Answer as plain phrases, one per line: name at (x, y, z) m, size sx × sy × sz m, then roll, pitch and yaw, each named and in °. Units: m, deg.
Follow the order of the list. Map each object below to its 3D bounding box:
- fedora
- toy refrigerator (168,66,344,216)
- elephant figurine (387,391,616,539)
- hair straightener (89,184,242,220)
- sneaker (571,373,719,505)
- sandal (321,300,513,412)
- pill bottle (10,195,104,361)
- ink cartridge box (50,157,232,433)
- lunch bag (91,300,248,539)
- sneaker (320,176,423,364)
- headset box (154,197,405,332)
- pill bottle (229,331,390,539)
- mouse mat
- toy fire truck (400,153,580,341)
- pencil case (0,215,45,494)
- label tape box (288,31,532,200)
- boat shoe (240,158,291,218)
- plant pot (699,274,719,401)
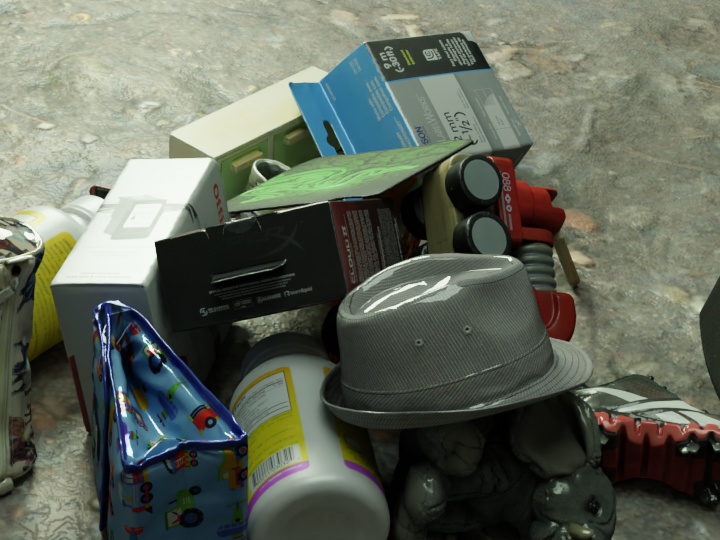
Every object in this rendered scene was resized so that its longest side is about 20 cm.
fedora at (0.062, 0.042, 1.313) m, size 0.198 × 0.091 × 0.177 m, roll -11°, pitch 16°, yaw 1°
toy refrigerator at (-0.090, -0.122, 1.765) m, size 0.070 × 0.077 × 0.199 m, roll 29°, pitch 41°, yaw 32°
elephant figurine at (0.127, 0.161, 1.346) m, size 0.198 × 0.157 × 0.141 m, roll 11°, pitch -6°, yaw -7°
hair straightener at (-0.167, -0.028, 1.661) m, size 0.198 × 0.041 × 0.077 m, roll 15°, pitch 36°, yaw 8°
sneaker at (0.242, 0.127, 1.430) m, size 0.198 × 0.071 × 0.098 m, roll 6°, pitch 36°, yaw 6°
sandal at (0.059, 0.086, 1.436) m, size 0.199 × 0.075 × 0.045 m, roll 23°, pitch 32°, yaw -16°
pill bottle at (-0.281, 0.014, 1.515) m, size 0.111 × 0.112 × 0.200 m, roll 25°, pitch 40°, yaw 29°
ink cartridge box at (-0.168, 0.017, 1.485) m, size 0.083 × 0.146 × 0.201 m, roll 0°, pitch 32°, yaw 14°
lunch bag at (-0.155, 0.128, 1.322) m, size 0.093 × 0.152 × 0.200 m, roll -11°, pitch 37°, yaw -20°
sneaker at (0.000, 0.000, 1.573) m, size 0.076 × 0.073 × 0.201 m, roll 11°, pitch 55°, yaw 17°
headset box at (-0.061, -0.006, 1.426) m, size 0.147 × 0.076 × 0.200 m, roll -12°, pitch -1°, yaw 16°
pill bottle at (-0.043, 0.134, 1.367) m, size 0.103 × 0.105 × 0.201 m, roll -3°, pitch 34°, yaw -9°
mouse mat at (-0.018, -0.081, 1.575) m, size 0.199 × 0.008 × 0.161 m, roll -6°, pitch 16°, yaw 39°
toy fire truck at (0.139, 0.003, 1.562) m, size 0.198 × 0.128 × 0.178 m, roll 3°, pitch 71°, yaw -30°
pencil case at (-0.280, 0.065, 1.375) m, size 0.077 × 0.202 × 0.089 m, roll -3°, pitch 21°, yaw -22°
label tape box at (0.049, -0.149, 1.756) m, size 0.199 × 0.066 × 0.144 m, roll -10°, pitch 63°, yaw -36°
boat shoe at (-0.035, -0.038, 1.656) m, size 0.199 × 0.063 × 0.072 m, roll 27°, pitch 41°, yaw 30°
plant pot at (0.380, 0.050, 1.403) m, size 0.198 × 0.201 × 0.178 m, roll 23°, pitch 35°, yaw 2°
